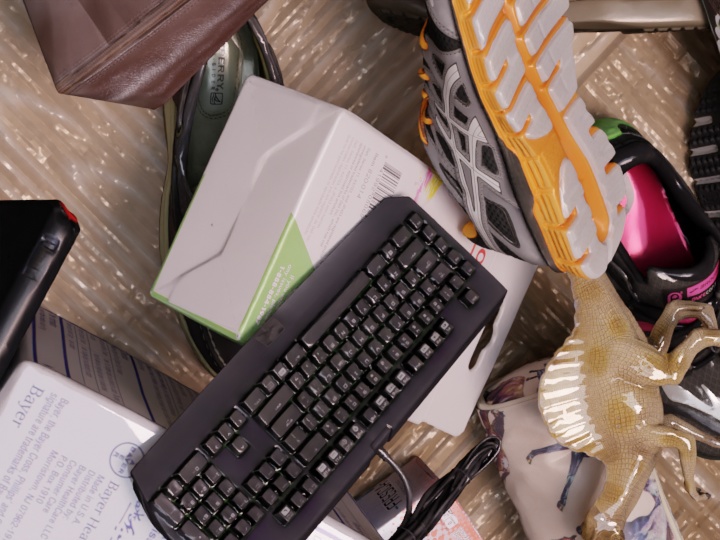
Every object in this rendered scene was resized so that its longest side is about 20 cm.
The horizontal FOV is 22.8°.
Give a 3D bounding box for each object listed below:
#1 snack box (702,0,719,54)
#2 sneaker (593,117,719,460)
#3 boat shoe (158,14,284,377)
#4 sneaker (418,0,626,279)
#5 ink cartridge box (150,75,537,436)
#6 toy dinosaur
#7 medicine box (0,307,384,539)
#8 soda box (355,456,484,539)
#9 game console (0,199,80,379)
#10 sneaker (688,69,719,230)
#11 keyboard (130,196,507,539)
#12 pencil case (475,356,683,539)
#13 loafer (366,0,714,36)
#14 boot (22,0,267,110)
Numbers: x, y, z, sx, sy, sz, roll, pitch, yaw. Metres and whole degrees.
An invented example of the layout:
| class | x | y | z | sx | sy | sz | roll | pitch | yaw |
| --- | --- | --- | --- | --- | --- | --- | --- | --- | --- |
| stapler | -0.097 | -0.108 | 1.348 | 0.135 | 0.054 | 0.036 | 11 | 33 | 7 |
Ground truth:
| class | x | y | z | sx | sy | sz | roll | pitch | yaw |
| --- | --- | --- | --- | --- | --- | --- | --- | --- | --- |
| snack box | 0.236 | -0.127 | 0.912 | 0.115 | 0.037 | 0.202 | -20 | 93 | -27 |
| sneaker | 0.161 | 0.017 | 0.944 | 0.076 | 0.084 | 0.201 | -30 | 101 | -6 |
| boat shoe | -0.066 | -0.037 | 0.900 | 0.071 | 0.066 | 0.204 | -5 | 97 | -11 |
| sneaker | 0.058 | -0.079 | 0.816 | 0.078 | 0.077 | 0.201 | -49 | 131 | -38 |
| ink cartridge box | 0.000 | 0.000 | 0.885 | 0.199 | 0.067 | 0.118 | 30 | 83 | -51 |
| toy dinosaur | 0.133 | 0.045 | 0.872 | 0.100 | 0.058 | 0.203 | -9 | 89 | -7 |
| medicine box | -0.100 | 0.115 | 0.851 | 0.199 | 0.182 | 0.104 | 30 | 91 | -13 |
| soda box | 0.064 | 0.203 | 0.957 | 0.068 | 0.064 | 0.201 | -34 | 101 | -6 |
| game console | -0.202 | 0.058 | 0.815 | 0.031 | 0.177 | 0.202 | 30 | 79 | -19 |
| sneaker | 0.238 | -0.023 | 0.971 | 0.079 | 0.074 | 0.202 | -22 | 105 | -23 |
| keyboard | 0.002 | 0.069 | 0.785 | 0.127 | 0.021 | 0.200 | 45 | 62 | -5 |
| pencil case | 0.134 | 0.140 | 0.937 | 0.089 | 0.078 | 0.202 | -23 | 90 | 31 |
| loafer | 0.098 | -0.155 | 0.919 | 0.198 | 0.076 | 0.068 | -2 | 93 | -16 |
| boot | -0.040 | -0.124 | 0.835 | 0.199 | 0.064 | 0.187 | -39 | 115 | 9 |
